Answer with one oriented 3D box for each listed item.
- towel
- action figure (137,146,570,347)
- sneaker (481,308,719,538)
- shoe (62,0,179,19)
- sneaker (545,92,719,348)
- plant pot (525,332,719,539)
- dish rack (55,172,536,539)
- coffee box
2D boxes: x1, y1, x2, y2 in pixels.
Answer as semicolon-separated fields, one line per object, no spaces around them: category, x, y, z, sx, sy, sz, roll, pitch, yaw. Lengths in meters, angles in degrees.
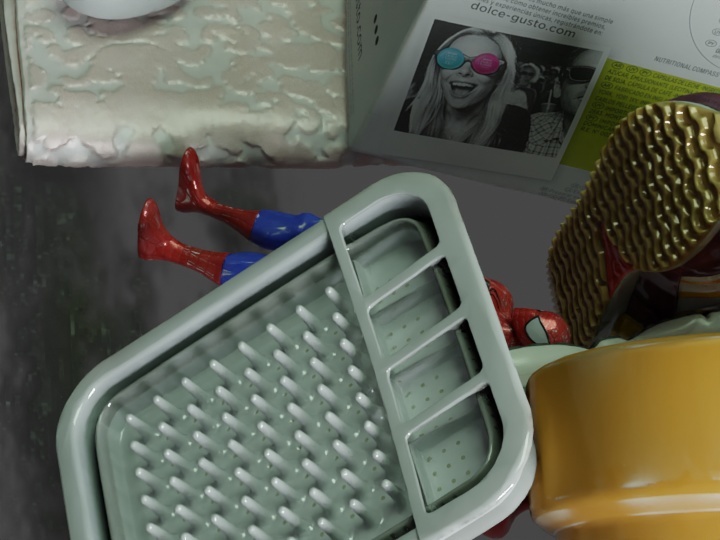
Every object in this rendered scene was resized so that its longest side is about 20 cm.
towel;-0.079;-0.123;1.126;0.199;0.032;0.192;-1;48;-15
action figure;0.000;0.000;1.005;0.199;0.052;0.065;21;40;13
sneaker;0.127;0.075;0.977;0.199;0.077;0.085;-11;62;-15
shoe;-0.083;-0.209;1.121;0.071;0.091;0.200;29;47;16
sneaker;0.149;-0.023;0.976;0.090;0.200;0.075;-7;72;-17
plant pot;0.159;0.131;0.831;0.199;0.200;0.184;4;77;-11
dish rack;-0.024;0.070;0.881;0.199;0.044;0.172;-32;46;15
coffee box;0.117;-0.169;1.085;0.199;0.198;0.200;13;44;-16
